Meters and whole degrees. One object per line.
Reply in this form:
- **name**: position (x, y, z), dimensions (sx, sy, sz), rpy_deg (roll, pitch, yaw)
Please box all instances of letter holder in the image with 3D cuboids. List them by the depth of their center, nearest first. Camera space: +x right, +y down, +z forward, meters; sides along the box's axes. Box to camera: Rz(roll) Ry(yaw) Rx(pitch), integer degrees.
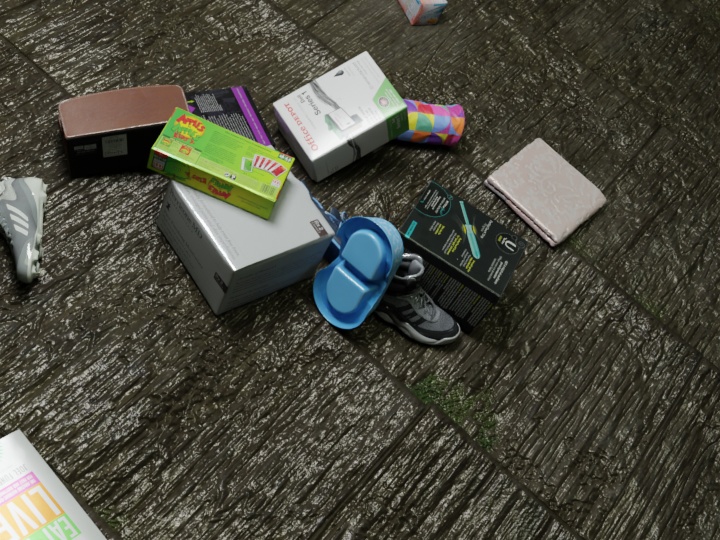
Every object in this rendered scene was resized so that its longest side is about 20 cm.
- **letter holder**: position (-0.388, -0.252, 1.680), dimensions (0.200, 0.101, 0.142), rpy_deg (-11, 60, -16)

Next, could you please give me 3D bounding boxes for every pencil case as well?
- **pencil case**: position (0.097, -0.288, 1.954), dimensions (0.200, 0.088, 0.088), rpy_deg (7, 54, -21)

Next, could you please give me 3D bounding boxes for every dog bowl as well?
- **dog bowl**: position (0.000, 0.000, 1.633), dimensions (0.111, 0.200, 0.050), rpy_deg (40, 34, 21)

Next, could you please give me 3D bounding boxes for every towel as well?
- **towel**: position (0.362, -0.154, 2.003), dimensions (0.191, 0.032, 0.200), rpy_deg (44, 50, 12)

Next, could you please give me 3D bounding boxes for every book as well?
- **book**: position (-0.435, 0.315, 1.312), dimensions (0.200, 0.048, 0.134), rpy_deg (45, 47, 14)

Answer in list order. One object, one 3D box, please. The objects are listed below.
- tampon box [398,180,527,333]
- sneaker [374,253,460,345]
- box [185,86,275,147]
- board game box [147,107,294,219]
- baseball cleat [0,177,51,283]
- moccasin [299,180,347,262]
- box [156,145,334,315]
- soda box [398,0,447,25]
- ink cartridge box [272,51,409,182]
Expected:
- **tampon box**: position (0.154, -0.022, 1.754), dimensions (0.200, 0.126, 0.150), rpy_deg (33, 50, 1)
- **sneaker**: position (0.091, 0.043, 1.680), dimensions (0.200, 0.114, 0.076), rpy_deg (29, 45, -8)
- **box**: position (-0.267, -0.253, 1.801), dimensions (0.200, 0.036, 0.143), rpy_deg (-11, 61, -31)
- **board game box**: position (-0.213, -0.165, 1.582), dimensions (0.200, 0.048, 0.102), rpy_deg (23, 49, -5)
- **baseball cleat**: position (-0.522, -0.061, 1.538), dimensions (0.106, 0.070, 0.200), rpy_deg (3, 45, -13)
- **moccasin**: position (-0.060, -0.084, 1.734), dimensions (0.068, 0.080, 0.200), rpy_deg (-37, 76, -26)
- **box**: position (-0.185, -0.068, 1.638), dimensions (0.200, 0.131, 0.199), rpy_deg (-22, 66, -34)
- **soda box**: position (0.110, -0.621, 2.214), dimensions (0.068, 0.064, 0.200), rpy_deg (-10, 61, -29)
- **ink cartridge box**: position (-0.035, -0.273, 1.831), dimensions (0.200, 0.084, 0.146), rpy_deg (-31, 69, -8)
